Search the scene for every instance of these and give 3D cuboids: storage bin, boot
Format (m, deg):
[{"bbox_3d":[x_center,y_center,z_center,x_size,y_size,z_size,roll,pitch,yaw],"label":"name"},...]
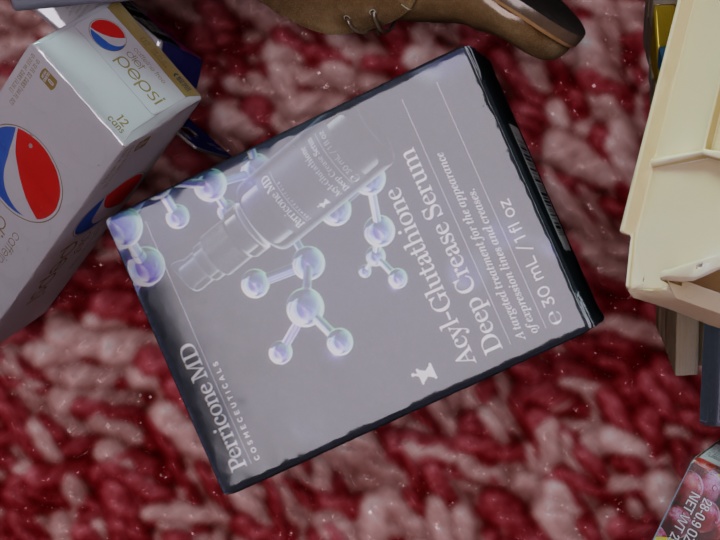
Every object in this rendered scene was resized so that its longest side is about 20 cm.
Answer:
[{"bbox_3d":[0.237,-0.058,1.077,0.199,0.094,0.200,18,83,-28],"label":"storage bin"},{"bbox_3d":[0.019,-0.144,1.190,0.199,0.074,0.076,29,104,16],"label":"boot"}]

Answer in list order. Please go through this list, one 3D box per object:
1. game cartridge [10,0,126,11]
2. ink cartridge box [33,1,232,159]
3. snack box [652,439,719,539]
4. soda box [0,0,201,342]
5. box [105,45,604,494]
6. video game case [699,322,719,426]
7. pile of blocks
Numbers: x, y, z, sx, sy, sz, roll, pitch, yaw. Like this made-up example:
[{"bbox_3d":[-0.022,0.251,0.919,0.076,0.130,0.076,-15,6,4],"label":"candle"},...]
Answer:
[{"bbox_3d":[-0.117,-0.206,1.158,0.132,0.041,0.201,-9,50,-7],"label":"game cartridge"},{"bbox_3d":[-0.139,-0.133,1.195,0.200,0.095,0.037,43,95,6],"label":"ink cartridge box"},{"bbox_3d":[0.216,0.204,1.129,0.199,0.068,0.170,27,105,15],"label":"snack box"},{"bbox_3d":[-0.158,-0.041,1.160,0.068,0.064,0.200,47,135,5],"label":"soda box"},{"bbox_3d":[0.000,0.000,1.168,0.199,0.107,0.149,-25,87,9],"label":"box"},{"bbox_3d":[0.228,-0.025,1.137,0.142,0.019,0.202,3,89,-29],"label":"video game case"},{"bbox_3d":[0.177,-0.052,1.154,0.062,0.082,0.202,-3,91,-2],"label":"pile of blocks"}]
